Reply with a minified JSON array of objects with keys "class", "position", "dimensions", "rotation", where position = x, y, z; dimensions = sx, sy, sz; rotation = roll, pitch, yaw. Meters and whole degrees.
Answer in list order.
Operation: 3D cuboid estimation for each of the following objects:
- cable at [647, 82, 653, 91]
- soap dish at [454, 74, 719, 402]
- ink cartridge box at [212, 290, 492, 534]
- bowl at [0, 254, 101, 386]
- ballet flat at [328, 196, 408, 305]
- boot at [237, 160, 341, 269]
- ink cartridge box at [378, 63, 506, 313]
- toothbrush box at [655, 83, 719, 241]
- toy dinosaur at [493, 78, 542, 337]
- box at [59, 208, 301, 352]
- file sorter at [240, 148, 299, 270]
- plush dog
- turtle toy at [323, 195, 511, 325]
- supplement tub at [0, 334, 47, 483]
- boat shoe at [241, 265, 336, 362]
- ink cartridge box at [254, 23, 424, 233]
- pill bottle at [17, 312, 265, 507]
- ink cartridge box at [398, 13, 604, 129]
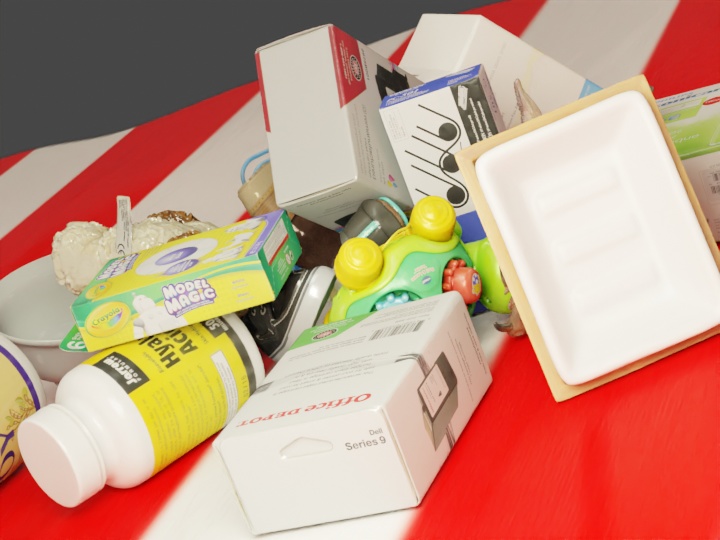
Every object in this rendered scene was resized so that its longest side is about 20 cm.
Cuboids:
[{"class":"cable","position":[0.207,-0.087,1.733],"dimensions":[0.200,0.050,0.097],"rotation":[-48,-10,25]},{"class":"soap dish","position":[0.178,-0.024,1.461],"dimensions":[0.156,0.202,0.081],"rotation":[-23,-1,-2]},{"class":"ink cartridge box","position":[-0.003,0.105,1.457],"dimensions":[0.145,0.085,0.200],"rotation":[-14,18,26]},{"class":"bowl","position":[-0.266,0.057,1.914],"dimensions":[0.199,0.091,0.202],"rotation":[-8,27,4]},{"class":"ballet flat","position":[0.000,0.000,1.705],"dimensions":[0.068,0.068,0.200],"rotation":[-43,-18,-18]},{"class":"boot","position":[-0.005,-0.072,1.854],"dimensions":[0.200,0.166,0.072],"rotation":[-47,2,-26]},{"class":"ink cartridge box","position":[0.094,-0.067,1.680],"dimensions":[0.093,0.202,0.044],"rotation":[-17,17,15]},{"class":"toothbrush box","position":[0.312,-0.097,1.707],"dimensions":[0.144,0.087,0.200],"rotation":[-13,17,27]},{"class":"toy dinosaur","position":[0.144,-0.043,1.540],"dimensions":[0.135,0.201,0.086],"rotation":[-29,21,-13]},{"class":"box","position":[-0.156,0.010,1.634],"dimensions":[0.198,0.049,0.117],"rotation":[-18,17,16]},{"class":"file sorter","position":[-0.028,-0.069,1.995],"dimensions":[0.138,0.124,0.200],"rotation":[-26,17,-13]},{"class":"plush dog","position":[-0.161,0.004,1.796],"dimensions":[0.160,0.201,0.171],"rotation":[-42,-14,27]},{"class":"turtle toy","position":[0.059,0.018,1.608],"dimensions":[0.199,0.101,0.146],"rotation":[-29,-23,-21]},{"class":"supplement tub","position":[-0.379,0.149,1.699],"dimensions":[0.144,0.147,0.200],"rotation":[-13,19,29]},{"class":"boat shoe","position":[-0.069,0.031,1.686],"dimensions":[0.070,0.066,0.200],"rotation":[-65,4,-14]},{"class":"ink cartridge box","position":[-0.002,-0.114,1.720],"dimensions":[0.082,0.147,0.200],"rotation":[-17,-18,24]},{"class":"pill bottle","position":[-0.184,0.112,1.627],"dimensions":[0.199,0.112,0.111],"rotation":[-34,20,-35]},{"class":"ink cartridge box","position":[0.120,-0.162,1.904],"dimensions":[0.128,0.199,0.126],"rotation":[14,78,63]}]
